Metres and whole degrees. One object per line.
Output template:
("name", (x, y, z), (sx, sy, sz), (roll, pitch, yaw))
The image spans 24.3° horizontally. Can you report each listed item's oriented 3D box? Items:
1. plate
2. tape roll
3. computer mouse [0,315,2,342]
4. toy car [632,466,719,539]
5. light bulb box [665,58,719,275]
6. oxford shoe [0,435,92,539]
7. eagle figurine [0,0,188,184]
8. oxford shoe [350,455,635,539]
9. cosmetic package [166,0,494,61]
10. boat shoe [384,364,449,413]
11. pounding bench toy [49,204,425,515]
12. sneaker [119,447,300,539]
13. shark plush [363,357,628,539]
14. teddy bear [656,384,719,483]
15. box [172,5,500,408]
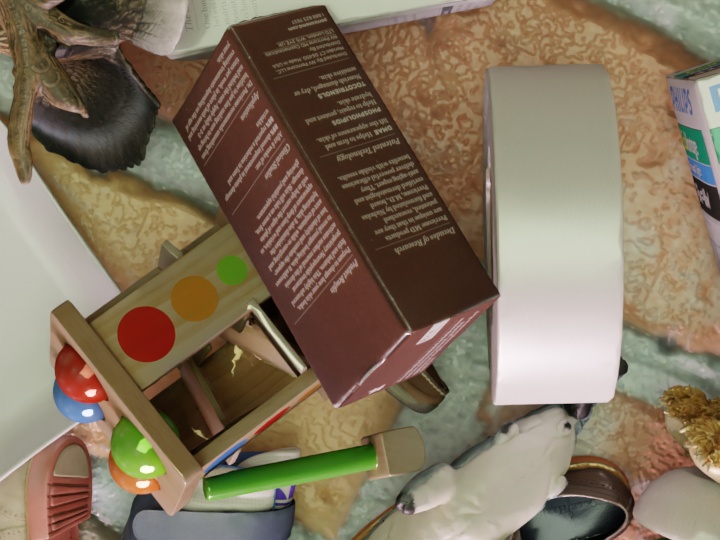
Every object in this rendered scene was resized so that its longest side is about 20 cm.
("plate", (-0.259, 0.033, 1.054), (0.200, 0.032, 0.200), (-36, 97, -13))
("tape roll", (0.110, -0.022, 0.985), (0.071, 0.202, 0.203), (-1, 96, 3))
("computer mouse", (-0.282, 0.097, 1.086), (0.059, 0.034, 0.200), (21, 86, -14))
("toy car", (0.246, 0.223, 1.016), (0.200, 0.150, 0.175), (11, 98, -23))
("light bulb box", (0.310, -0.051, 1.011), (0.198, 0.125, 0.200), (-17, 96, 4))
("oxford shoe", (-0.225, 0.201, 1.099), (0.074, 0.071, 0.200), (9, 93, 22))
("eagle figurine", (-0.178, -0.140, 0.985), (0.151, 0.200, 0.152), (33, 95, 1))
("oxford shoe", (0.078, 0.170, 1.070), (0.200, 0.073, 0.071), (-21, 96, 5))
("cosmetic package", (-0.032, -0.242, 1.005), (0.200, 0.123, 0.200), (-10, 96, 2))
("boat shoe", (0.000, 0.000, 1.056), (0.072, 0.076, 0.200), (-35, 95, 3))
("pounding bench toy", (-0.077, 0.082, 0.999), (0.156, 0.124, 0.200), (-37, 82, -19))
("sneaker", (-0.056, 0.191, 1.074), (0.200, 0.081, 0.147), (31, 101, 4))
("shark plush", (0.082, 0.114, 1.039), (0.091, 0.083, 0.200), (40, 80, -13))
("teddy bear", (0.281, 0.105, 1.023), (0.200, 0.145, 0.067), (14, 101, 5))
("box", (-0.017, -0.037, 0.930), (0.075, 0.100, 0.200), (-18, 72, -34))
